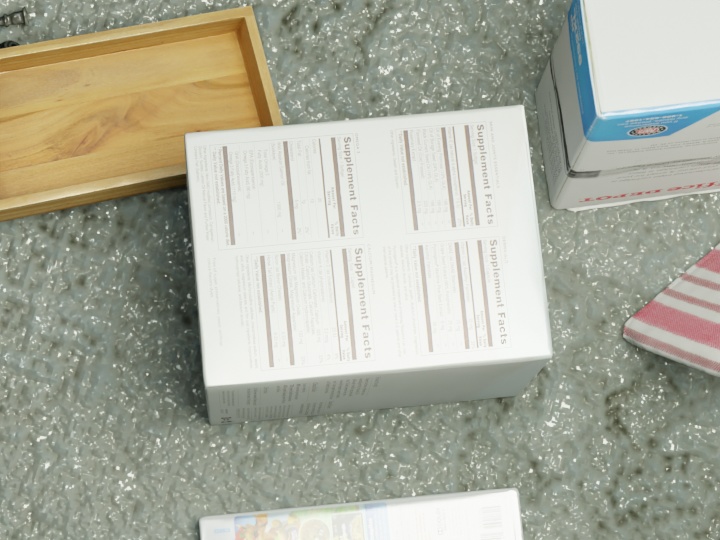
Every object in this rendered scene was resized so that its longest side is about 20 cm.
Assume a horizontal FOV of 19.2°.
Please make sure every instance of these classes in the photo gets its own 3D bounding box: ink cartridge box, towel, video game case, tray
[{"bbox_3d":[0.191,-0.108,1.278,0.144,0.200,0.085,-8,77,-4],"label":"ink cartridge box"},{"bbox_3d":[0.265,-0.004,1.295,0.199,0.146,0.030,-39,106,-9],"label":"towel"},{"bbox_3d":[0.006,0.213,1.298,0.198,0.018,0.145,-5,80,-4],"label":"video game case"},{"bbox_3d":[-0.152,-0.096,1.320,0.198,0.037,0.100,-12,80,-18],"label":"tray"}]

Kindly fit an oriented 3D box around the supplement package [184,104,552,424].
[{"bbox_3d":[0.000,0.000,1.270,0.198,0.152,0.152,-5,79,-4],"label":"supplement package"}]

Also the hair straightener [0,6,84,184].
[{"bbox_3d":[-0.232,-0.136,1.339,0.077,0.041,0.200,-40,84,-9],"label":"hair straightener"}]
